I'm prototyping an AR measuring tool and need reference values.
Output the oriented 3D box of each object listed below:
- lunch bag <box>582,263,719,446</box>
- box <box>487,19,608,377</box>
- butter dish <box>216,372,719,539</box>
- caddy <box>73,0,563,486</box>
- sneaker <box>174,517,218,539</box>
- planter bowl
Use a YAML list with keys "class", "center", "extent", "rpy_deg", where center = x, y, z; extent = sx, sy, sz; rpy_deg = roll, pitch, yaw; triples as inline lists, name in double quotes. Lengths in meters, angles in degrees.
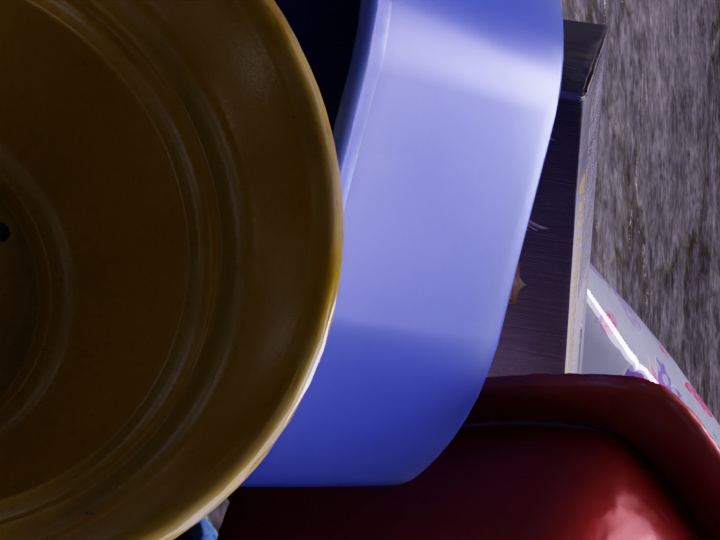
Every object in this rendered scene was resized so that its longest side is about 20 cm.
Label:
- class: "lunch bag"
  center: [0.061, 0.051, 1.057]
  extent: [0.170, 0.127, 0.200]
  rpy_deg: [51, 0, -24]
- class: "box"
  center: [0.000, 0.000, 0.847]
  extent: [0.048, 0.158, 0.200]
  rpy_deg: [-66, 162, -51]
- class: "butter dish"
  center: [0.031, 0.140, 0.729]
  extent: [0.200, 0.200, 0.148]
  rpy_deg: [57, 49, -29]
- class: "caddy"
  center: [-0.032, -0.031, 0.671]
  extent: [0.105, 0.141, 0.201]
  rpy_deg: [11, 94, -40]
- class: "sneaker"
  center: [-0.087, 0.103, 0.760]
  extent: [0.200, 0.071, 0.083]
  rpy_deg: [55, 32, -67]
- class: "planter bowl"
  center: [-0.111, -0.009, 0.585]
  extent: [0.083, 0.200, 0.201]
  rpy_deg: [136, -35, -60]
